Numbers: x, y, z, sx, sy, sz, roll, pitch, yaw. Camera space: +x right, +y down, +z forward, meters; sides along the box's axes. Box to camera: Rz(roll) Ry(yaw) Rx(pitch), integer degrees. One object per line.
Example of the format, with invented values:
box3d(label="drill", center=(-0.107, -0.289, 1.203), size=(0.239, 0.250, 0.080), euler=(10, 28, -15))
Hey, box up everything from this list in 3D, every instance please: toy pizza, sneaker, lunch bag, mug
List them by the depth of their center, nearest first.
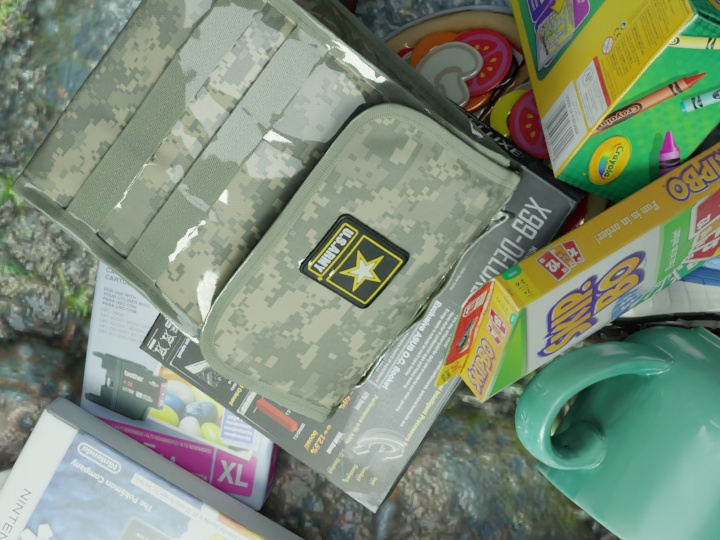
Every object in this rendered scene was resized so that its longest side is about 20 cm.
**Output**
box3d(label="lunch bag", center=(-0.039, -0.044, 0.929), size=(0.200, 0.118, 0.164), euler=(40, 104, 3))
box3d(label="mug", center=(0.182, 0.098, 1.021), size=(0.152, 0.185, 0.115), euler=(36, 94, 25))
box3d(label="toy pizza", center=(0.052, -0.057, 1.060), size=(0.198, 0.032, 0.202), euler=(-7, 71, 22))
box3d(label="sneaker", center=(0.138, -0.010, 1.081), size=(0.198, 0.079, 0.090), euler=(1, 74, 9))

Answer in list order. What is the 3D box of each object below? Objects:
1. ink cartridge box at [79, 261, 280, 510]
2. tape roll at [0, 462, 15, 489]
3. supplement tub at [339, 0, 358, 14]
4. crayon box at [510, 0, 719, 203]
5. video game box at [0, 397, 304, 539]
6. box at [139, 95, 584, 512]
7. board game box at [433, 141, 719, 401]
box3d(label="ink cartridge box", center=(-0.094, 0.031, 1.092), size=(0.118, 0.042, 0.202), euler=(13, 111, 6))
box3d(label="tape roll", center=(-0.183, 0.214, 1.142), size=(0.201, 0.037, 0.205), euler=(0, 94, 6))
box3d(label="supplement tub", center=(-0.050, -0.167, 1.068), size=(0.106, 0.107, 0.202), euler=(17, 95, 5))
box3d(label="crayon box", center=(0.138, -0.146, 0.989), size=(0.058, 0.201, 0.119), euler=(18, 132, -25))
box3d(label="video game box", center=(-0.136, 0.202, 1.094), size=(0.199, 0.047, 0.183), euler=(30, 99, 1))
box3d(label="box", center=(0.000, 0.000, 1.008), size=(0.157, 0.050, 0.201), euler=(33, 102, 7))
box3d(label="board game box", center=(0.126, -0.002, 0.960), size=(0.199, 0.096, 0.030), euler=(-27, 66, -22))
